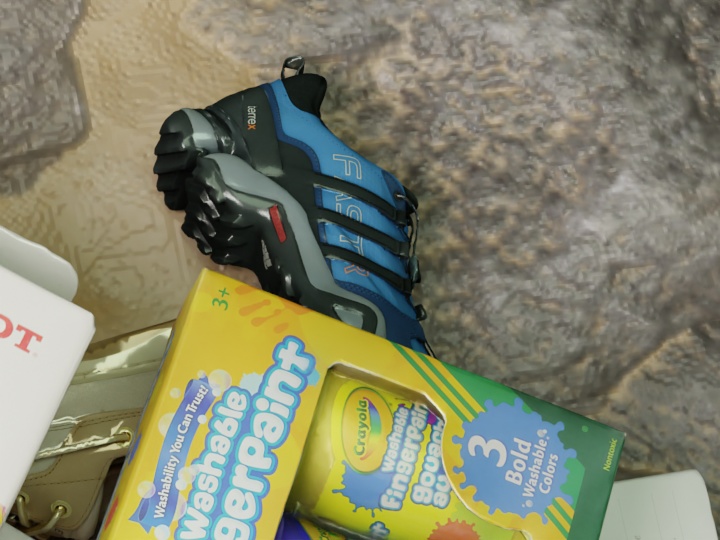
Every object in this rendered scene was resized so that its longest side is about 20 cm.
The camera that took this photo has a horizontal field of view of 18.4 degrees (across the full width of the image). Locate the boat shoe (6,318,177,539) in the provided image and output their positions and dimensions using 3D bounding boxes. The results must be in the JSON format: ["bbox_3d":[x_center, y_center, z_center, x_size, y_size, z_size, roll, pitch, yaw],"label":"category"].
[{"bbox_3d":[-0.114,0.070,0.856,0.199,0.074,0.069,-18,83,-13],"label":"boat shoe"}]

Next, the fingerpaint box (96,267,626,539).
[{"bbox_3d":[-0.015,0.124,0.773,0.166,0.073,0.201,22,65,-7],"label":"fingerpaint box"}]

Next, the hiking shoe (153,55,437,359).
[{"bbox_3d":[0.000,0.000,0.917,0.087,0.074,0.200,-30,79,-24],"label":"hiking shoe"}]

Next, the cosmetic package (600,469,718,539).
[{"bbox_3d":[0.044,0.151,0.863,0.199,0.081,0.113,-8,72,-19],"label":"cosmetic package"}]

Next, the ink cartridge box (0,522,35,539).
[{"bbox_3d":[-0.201,0.101,0.777,0.200,0.044,0.094,32,65,-11],"label":"ink cartridge box"}]

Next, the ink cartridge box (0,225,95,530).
[{"bbox_3d":[-0.182,0.064,0.700,0.128,0.125,0.200,30,64,-13],"label":"ink cartridge box"}]
